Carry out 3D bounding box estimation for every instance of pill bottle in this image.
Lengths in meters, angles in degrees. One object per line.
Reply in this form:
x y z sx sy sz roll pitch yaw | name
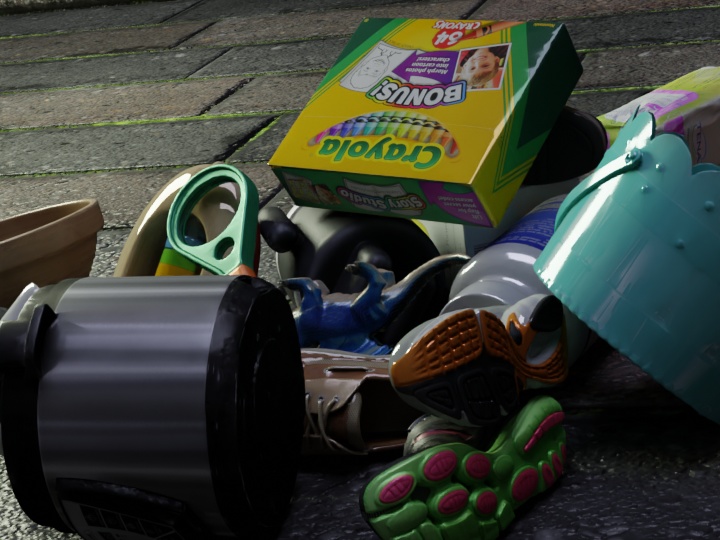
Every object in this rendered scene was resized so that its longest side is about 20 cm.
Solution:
0.135 0.021 1.348 0.112 0.113 0.200 3 20 30 | pill bottle

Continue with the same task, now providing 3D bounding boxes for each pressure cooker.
-0.149 0.090 1.161 0.199 0.177 0.179 0 16 13 | pressure cooker

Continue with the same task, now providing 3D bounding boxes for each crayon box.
0.052 -0.122 1.399 0.199 0.058 0.173 7 53 37 | crayon box

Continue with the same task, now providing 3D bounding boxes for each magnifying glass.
-0.097 -0.008 1.323 0.079 0.022 0.200 -38 42 11 | magnifying glass

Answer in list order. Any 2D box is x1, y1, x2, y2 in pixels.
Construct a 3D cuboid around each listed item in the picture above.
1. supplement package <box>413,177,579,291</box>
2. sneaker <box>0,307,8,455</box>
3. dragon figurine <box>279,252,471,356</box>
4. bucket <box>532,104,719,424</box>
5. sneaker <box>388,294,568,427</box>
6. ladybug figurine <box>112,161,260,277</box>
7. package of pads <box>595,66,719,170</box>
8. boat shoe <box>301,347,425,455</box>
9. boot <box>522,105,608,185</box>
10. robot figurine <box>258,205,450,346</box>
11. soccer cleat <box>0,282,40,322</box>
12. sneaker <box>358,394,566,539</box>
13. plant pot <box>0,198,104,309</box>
0.108 -0.040 1.546 0.109 0.114 0.200 -12 17 -15 | supplement package
-0.284 0.082 1.359 0.111 0.073 0.200 22 13 5 | sneaker
-0.003 0.048 1.317 0.199 0.100 0.059 -13 -9 11 | dragon figurine
0.226 -0.001 1.204 0.135 0.207 0.207 -51 15 10 | bucket
0.060 0.062 1.140 0.092 0.076 0.200 -8 -1 31 | sneaker
-0.137 0.010 1.427 0.135 0.201 0.072 18 -6 41 | ladybug figurine
0.282 -0.088 1.541 0.068 0.155 0.200 15 28 40 | package of pads
-0.014 0.096 1.242 0.199 0.076 0.072 -9 14 3 | boat shoe
0.138 -0.126 1.501 0.199 0.074 0.150 -2 18 32 | boot
0.000 -0.002 1.454 0.124 0.151 0.200 -27 21 -5 | robot figurine
-0.177 0.067 1.289 0.199 0.078 0.069 21 10 -40 | soccer cleat
0.059 0.132 1.125 0.083 0.077 0.200 -3 8 37 | sneaker
-0.321 0.009 1.592 0.200 0.093 0.201 -16 11 3 | plant pot
